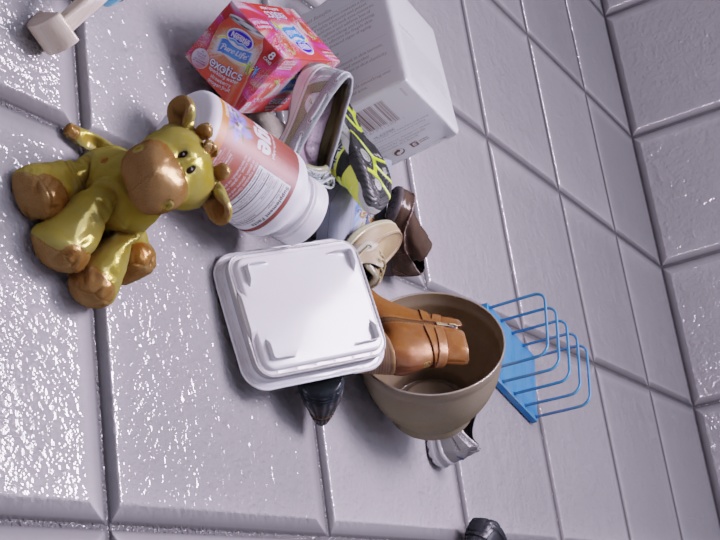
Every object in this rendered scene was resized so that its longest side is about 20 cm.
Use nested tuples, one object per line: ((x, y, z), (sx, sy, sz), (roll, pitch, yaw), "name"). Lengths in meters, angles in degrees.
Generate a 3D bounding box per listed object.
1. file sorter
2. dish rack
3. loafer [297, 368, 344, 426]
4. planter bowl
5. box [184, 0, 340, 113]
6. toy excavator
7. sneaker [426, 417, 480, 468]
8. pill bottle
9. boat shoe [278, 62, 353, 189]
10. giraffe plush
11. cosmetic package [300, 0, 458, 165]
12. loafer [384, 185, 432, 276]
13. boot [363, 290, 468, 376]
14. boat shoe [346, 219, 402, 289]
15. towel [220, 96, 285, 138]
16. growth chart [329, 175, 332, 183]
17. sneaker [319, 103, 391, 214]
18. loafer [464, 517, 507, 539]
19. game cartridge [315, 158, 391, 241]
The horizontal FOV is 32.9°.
((0.308, 0.151, 2.121), (0.200, 0.122, 0.139), (46, 37, -44), "file sorter")
((-0.062, 0.043, 1.434), (0.199, 0.044, 0.172), (-9, 75, -33), "dish rack")
((-0.051, 0.105, 1.525), (0.200, 0.073, 0.072), (-83, 177, -50), "loafer")
((0.095, 0.145, 1.660), (0.201, 0.199, 0.135), (-73, 165, -49), "planter bowl")
((-0.118, -0.264, 1.520), (0.100, 0.095, 0.200), (48, 20, 7), "box")
((-0.266, -0.319, 1.291), (0.100, 0.194, 0.200), (57, 2, -29), "toy excavator")
((0.141, 0.191, 1.813), (0.075, 0.082, 0.201), (29, 49, -55), "sneaker")
((-0.133, -0.110, 1.392), (0.200, 0.112, 0.113), (33, 45, -39), "pill bottle")
((-0.058, -0.151, 1.497), (0.074, 0.065, 0.203), (6, 103, -47), "boat shoe")
((-0.212, -0.078, 1.191), (0.173, 0.162, 0.200), (57, 31, -28), "giraffe plush")
((0.017, -0.276, 1.740), (0.166, 0.167, 0.201), (35, 38, -52), "cosmetic package")
((0.070, -0.054, 1.740), (0.200, 0.071, 0.073), (87, 15, -64), "loafer")
((0.054, 0.067, 1.607), (0.200, 0.154, 0.074), (-102, -168, -48), "boot")
((0.000, 0.000, 1.562), (0.200, 0.065, 0.072), (-36, 139, -43), "boat shoe")
((-0.114, -0.140, 1.558), (0.200, 0.034, 0.133), (36, 43, -42), "towel")
((-0.049, -0.109, 1.701), (0.200, 0.018, 0.145), (28, 51, -54), "growth chart")
((-0.024, -0.146, 1.561), (0.075, 0.076, 0.200), (24, 35, -54), "sneaker")
((0.205, 0.448, 1.808), (0.201, 0.068, 0.070), (57, 48, -33), "loafer")
((-0.007, -0.079, 1.642), (0.200, 0.041, 0.134), (-46, 150, -59), "game cartridge")
